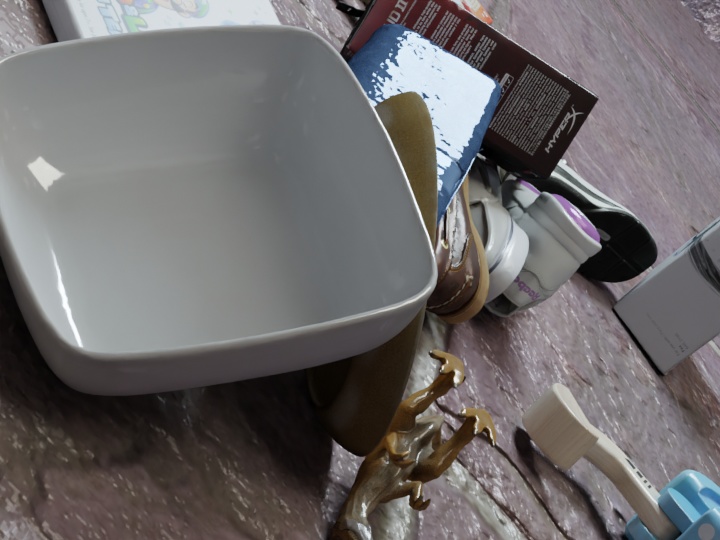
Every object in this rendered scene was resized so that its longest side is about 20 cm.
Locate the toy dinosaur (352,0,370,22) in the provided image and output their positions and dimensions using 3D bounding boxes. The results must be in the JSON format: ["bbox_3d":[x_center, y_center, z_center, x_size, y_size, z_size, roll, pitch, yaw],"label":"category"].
[{"bbox_3d":[0.037,-0.180,1.417,0.201,0.047,0.088,55,15,-4],"label":"toy dinosaur"}]

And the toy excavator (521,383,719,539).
[{"bbox_3d":[0.215,0.176,1.200,0.200,0.100,0.194,50,16,29],"label":"toy excavator"}]

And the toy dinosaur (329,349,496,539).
[{"bbox_3d":[0.029,0.095,0.938,0.060,0.106,0.200,47,28,3],"label":"toy dinosaur"}]

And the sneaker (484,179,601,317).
[{"bbox_3d":[0.120,-0.016,1.309,0.075,0.100,0.200,43,0,-6],"label":"sneaker"}]

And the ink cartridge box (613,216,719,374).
[{"bbox_3d":[0.349,-0.005,1.574,0.086,0.200,0.146,53,21,4],"label":"ink cartridge box"}]

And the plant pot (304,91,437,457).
[{"bbox_3d":[0.000,0.000,0.914,0.027,0.201,0.201,8,38,-13],"label":"plant pot"}]

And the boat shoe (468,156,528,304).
[{"bbox_3d":[0.075,-0.045,1.253,0.066,0.072,0.200,42,23,-23],"label":"boat shoe"}]

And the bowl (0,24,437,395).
[{"bbox_3d":[-0.081,-0.025,0.812,0.198,0.075,0.201,-9,54,-21],"label":"bowl"}]

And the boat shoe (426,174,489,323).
[{"bbox_3d":[0.039,-0.056,1.194,0.070,0.070,0.201,35,26,-42],"label":"boat shoe"}]

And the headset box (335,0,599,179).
[{"bbox_3d":[0.068,-0.153,1.279,0.199,0.075,0.149,33,1,-6],"label":"headset box"}]

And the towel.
[{"bbox_3d":[0.017,-0.080,1.128,0.111,0.049,0.200,33,48,-2],"label":"towel"}]

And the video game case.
[{"bbox_3d":[-0.110,-0.141,1.031,0.181,0.024,0.201,5,50,-45],"label":"video game case"}]

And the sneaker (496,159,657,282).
[{"bbox_3d":[0.195,-0.074,1.532,0.200,0.076,0.116,32,32,-38],"label":"sneaker"}]

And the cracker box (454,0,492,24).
[{"bbox_3d":[0.032,-0.285,1.545,0.200,0.058,0.134,52,21,-3],"label":"cracker box"}]
